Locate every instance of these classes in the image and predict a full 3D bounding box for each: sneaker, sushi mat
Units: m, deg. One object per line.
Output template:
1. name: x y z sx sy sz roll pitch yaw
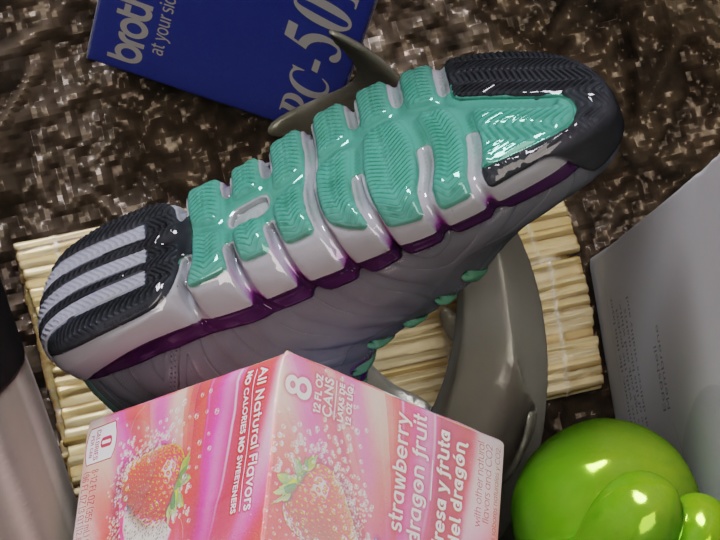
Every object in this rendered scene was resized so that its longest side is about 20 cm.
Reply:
1. sneaker: 0.000 0.000 0.803 0.199 0.075 0.088 -21 127 16
2. sushi mat: -0.017 0.016 0.899 0.199 0.012 0.096 -12 82 -8

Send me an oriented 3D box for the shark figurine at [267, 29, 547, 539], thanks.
1. shark figurine: 0.037 0.028 0.852 0.128 0.089 0.215 0 92 -9

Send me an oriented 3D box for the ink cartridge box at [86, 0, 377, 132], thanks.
1. ink cartridge box: -0.028 -0.131 0.829 0.094 0.200 0.044 18 54 -2

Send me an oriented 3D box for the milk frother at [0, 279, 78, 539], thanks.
1. milk frother: -0.193 0.056 0.822 0.180 0.200 0.189 -20 109 -13

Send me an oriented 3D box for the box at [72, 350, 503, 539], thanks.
1. box: -0.028 0.139 0.745 0.095 0.102 0.201 24 60 -36

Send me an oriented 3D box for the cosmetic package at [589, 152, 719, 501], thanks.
1. cosmetic package: 0.166 0.067 0.815 0.122 0.200 0.200 -7 82 -10

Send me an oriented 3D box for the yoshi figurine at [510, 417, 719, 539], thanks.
1. yoshi figurine: 0.057 0.125 0.812 0.112 0.200 0.112 -2 47 -43
